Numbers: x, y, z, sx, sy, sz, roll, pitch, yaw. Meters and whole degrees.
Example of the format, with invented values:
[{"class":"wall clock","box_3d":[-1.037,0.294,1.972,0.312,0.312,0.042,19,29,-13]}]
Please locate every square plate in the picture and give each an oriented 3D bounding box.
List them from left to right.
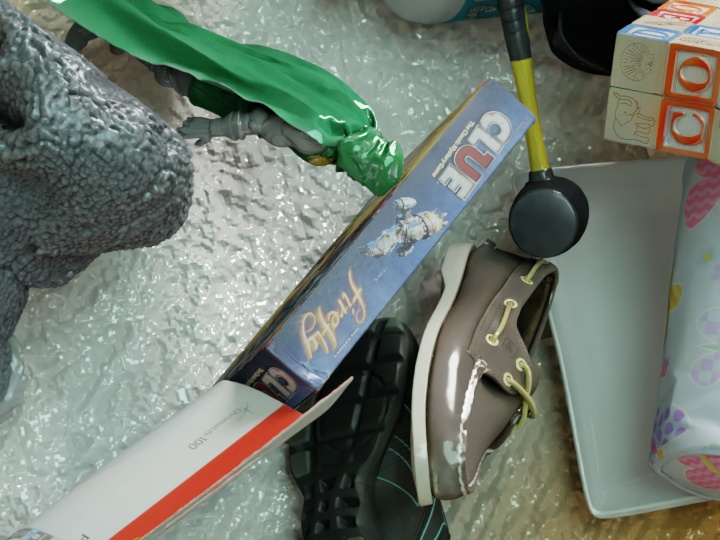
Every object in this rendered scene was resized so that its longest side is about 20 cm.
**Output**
[{"class":"square plate","box_3d":[0.189,0.032,1.512,0.197,0.028,0.201,-6,74,-22]}]

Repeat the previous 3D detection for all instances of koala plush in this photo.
[{"class":"koala plush","box_3d":[-0.192,-0.020,1.305,0.200,0.184,0.177,-53,137,-3]}]

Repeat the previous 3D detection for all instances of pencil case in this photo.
[{"class":"pencil case","box_3d":[0.210,0.025,1.459,0.090,0.083,0.201,9,68,4]}]

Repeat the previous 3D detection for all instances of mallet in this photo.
[{"class":"mallet","box_3d":[0.085,-0.103,1.428,0.041,0.066,0.201,-9,104,11]}]

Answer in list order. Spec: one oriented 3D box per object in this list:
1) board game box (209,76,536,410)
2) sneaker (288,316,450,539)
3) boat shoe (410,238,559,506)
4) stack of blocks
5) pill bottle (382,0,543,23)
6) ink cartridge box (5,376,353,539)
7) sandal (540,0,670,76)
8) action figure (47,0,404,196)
[{"class":"board game box","box_3d":[0.000,0.000,1.391,0.035,0.135,0.200,41,63,-3]},{"class":"sneaker","box_3d":[0.007,0.121,1.399,0.079,0.075,0.201,35,52,-39]},{"class":"boat shoe","box_3d":[0.064,0.051,1.389,0.059,0.072,0.200,3,31,9]},{"class":"stack of blocks","box_3d":[0.213,-0.106,1.443,0.114,0.200,0.059,12,107,18]},{"class":"pill bottle","box_3d":[0.075,-0.196,1.502,0.199,0.111,0.111,-7,74,-22]},{"class":"ink cartridge box","box_3d":[-0.104,0.104,1.277,0.160,0.200,0.047,-36,87,-28]},{"class":"sandal","box_3d":[0.133,-0.136,1.474,0.076,0.200,0.043,-20,73,14]},{"class":"action figure","box_3d":[-0.059,-0.090,1.383,0.199,0.055,0.118,28,19,27]}]
